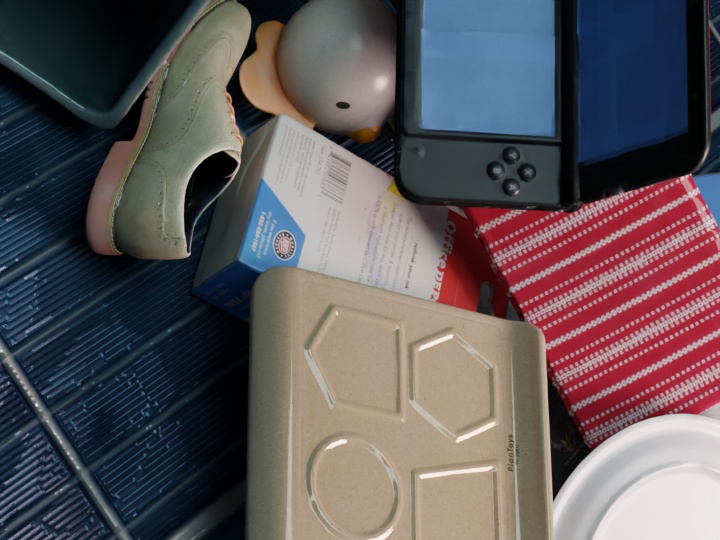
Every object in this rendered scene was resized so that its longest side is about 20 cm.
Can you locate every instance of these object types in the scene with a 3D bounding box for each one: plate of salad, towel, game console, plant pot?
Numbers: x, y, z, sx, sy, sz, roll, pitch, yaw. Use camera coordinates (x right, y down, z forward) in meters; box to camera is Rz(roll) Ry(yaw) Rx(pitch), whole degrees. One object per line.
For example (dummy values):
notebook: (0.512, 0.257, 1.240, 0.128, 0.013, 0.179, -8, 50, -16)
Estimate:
plate of salad: (0.195, 0.191, 1.237, 0.198, 0.048, 0.203, -3, 98, -21)
towel: (0.170, 0.007, 1.240, 0.144, 0.022, 0.201, -28, 94, 0)
game console: (0.110, -0.146, 1.143, 0.170, 0.119, 0.202, 3, 76, -5)
plant pot: (-0.159, -0.252, 1.164, 0.195, 0.196, 0.201, 34, 42, -13)

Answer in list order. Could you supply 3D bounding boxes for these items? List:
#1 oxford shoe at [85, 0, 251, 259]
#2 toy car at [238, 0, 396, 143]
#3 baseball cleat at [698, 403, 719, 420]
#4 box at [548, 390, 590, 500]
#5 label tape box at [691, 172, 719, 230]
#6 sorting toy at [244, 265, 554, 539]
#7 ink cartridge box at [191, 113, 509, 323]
oxford shoe: (-0.100, -0.087, 1.195, 0.073, 0.071, 0.201, 13, 63, 16)
toy car: (0.019, -0.127, 1.284, 0.198, 0.184, 0.179, -15, 79, -9)
baseball cleat: (0.222, 0.118, 1.293, 0.106, 0.070, 0.202, -23, 94, 1)
box: (0.197, 0.138, 1.340, 0.158, 0.051, 0.200, 53, 50, -5)
label tape box: (0.281, 0.002, 1.368, 0.199, 0.063, 0.146, -5, 89, -50)
sorting toy: (0.023, 0.102, 1.157, 0.198, 0.036, 0.187, 12, 62, -24)
ink cartridge box: (0.000, 0.000, 1.246, 0.199, 0.067, 0.117, 29, 56, -23)
